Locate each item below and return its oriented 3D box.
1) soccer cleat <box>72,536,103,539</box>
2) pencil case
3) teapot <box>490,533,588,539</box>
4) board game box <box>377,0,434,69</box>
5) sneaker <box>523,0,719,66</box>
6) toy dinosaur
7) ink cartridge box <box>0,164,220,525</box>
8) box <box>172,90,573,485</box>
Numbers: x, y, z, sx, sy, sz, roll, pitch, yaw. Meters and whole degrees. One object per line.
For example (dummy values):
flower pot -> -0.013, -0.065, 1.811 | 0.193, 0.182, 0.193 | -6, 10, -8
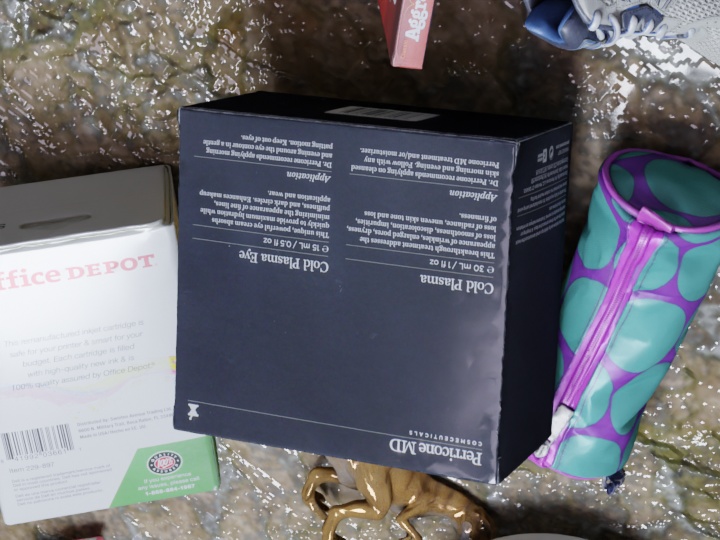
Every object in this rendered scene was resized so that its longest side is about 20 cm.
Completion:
soccer cleat -> -0.167, 0.281, 1.332 | 0.073, 0.068, 0.201 | -28, 106, 27
pencil case -> 0.147, 0.029, 1.040 | 0.085, 0.092, 0.201 | 28, 125, 15
teapot -> 0.112, 0.276, 1.156 | 0.197, 0.147, 0.200 | 37, 124, -20
board game box -> 0.033, -0.216, 0.922 | 0.019, 0.103, 0.202 | 3, 125, -10
sneaker -> 0.123, -0.142, 0.917 | 0.199, 0.086, 0.077 | 29, 165, -21
toy dinosaur -> 0.001, 0.129, 1.186 | 0.199, 0.061, 0.106 | 36, 112, -20
ink cartridge box -> -0.174, 0.046, 1.145 | 0.144, 0.088, 0.202 | -9, 122, -3
box -> 0.005, 0.003, 1.003 | 0.198, 0.104, 0.184 | 8, 102, 22
